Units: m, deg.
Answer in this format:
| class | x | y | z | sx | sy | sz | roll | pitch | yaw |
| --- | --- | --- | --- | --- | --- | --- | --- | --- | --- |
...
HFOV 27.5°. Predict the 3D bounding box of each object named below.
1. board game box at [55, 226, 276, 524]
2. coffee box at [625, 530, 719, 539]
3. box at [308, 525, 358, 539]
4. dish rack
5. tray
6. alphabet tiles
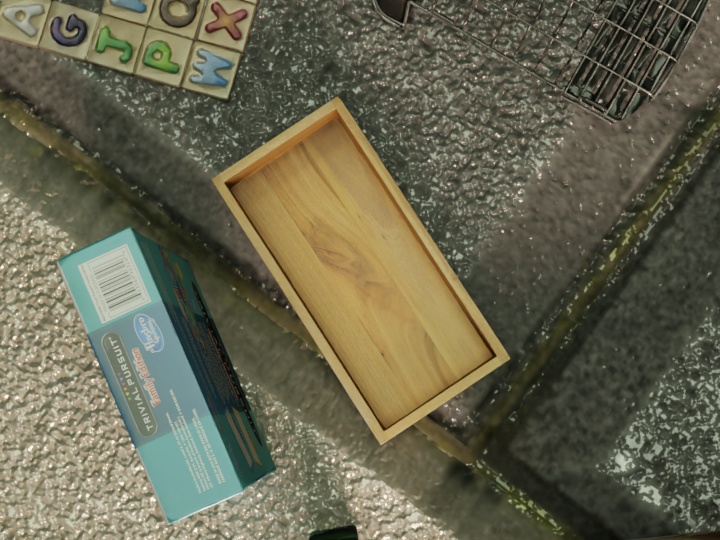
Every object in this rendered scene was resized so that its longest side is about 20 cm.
| class | x | y | z | sx | sy | sz | roll | pitch | yaw |
| --- | --- | --- | --- | --- | --- | --- | --- | --- | --- |
| board game box | -0.107 | 0.063 | 0.862 | 0.047 | 0.200 | 0.152 | -24 | 85 | -1 |
| coffee box | 0.178 | 0.206 | 0.886 | 0.198 | 0.114 | 0.080 | -6 | 86 | 1 |
| box | -0.006 | 0.228 | 0.846 | 0.036 | 0.200 | 0.145 | -9 | 85 | -3 |
| dish rack | 0.123 | -0.192 | 0.952 | 0.199 | 0.055 | 0.154 | 30 | 88 | 2 |
| tray | 0.000 | 0.000 | 0.947 | 0.098 | 0.037 | 0.201 | -33 | 84 | -1 |
| alphabet tiles | -0.139 | -0.230 | 0.984 | 0.166 | 0.008 | 0.201 | 16 | 86 | 3 |
